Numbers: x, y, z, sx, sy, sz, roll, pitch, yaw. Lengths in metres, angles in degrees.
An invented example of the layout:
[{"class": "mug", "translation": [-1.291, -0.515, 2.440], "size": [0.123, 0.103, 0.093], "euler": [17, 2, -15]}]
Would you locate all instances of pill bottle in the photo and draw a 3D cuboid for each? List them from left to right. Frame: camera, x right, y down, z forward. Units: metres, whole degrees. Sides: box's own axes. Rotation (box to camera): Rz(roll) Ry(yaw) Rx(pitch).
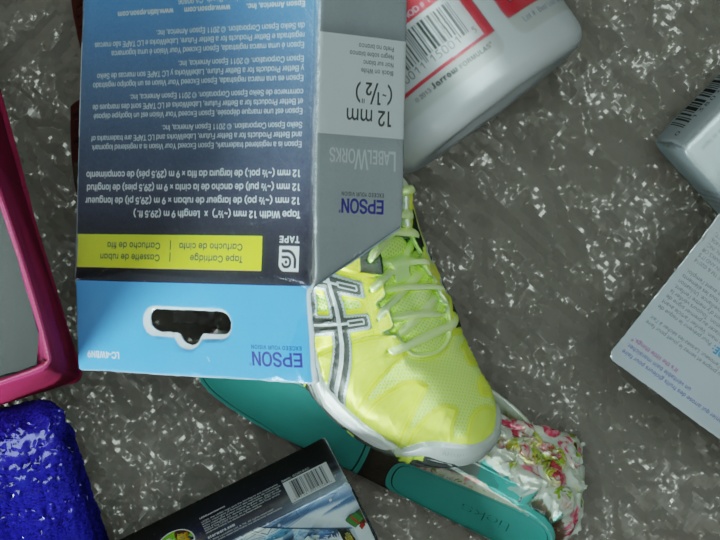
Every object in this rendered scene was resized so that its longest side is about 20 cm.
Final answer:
[{"class": "pill bottle", "translation": [0.003, -0.154, 1.294], "size": [0.112, 0.112, 0.200], "euler": [-36, 88, -3]}]

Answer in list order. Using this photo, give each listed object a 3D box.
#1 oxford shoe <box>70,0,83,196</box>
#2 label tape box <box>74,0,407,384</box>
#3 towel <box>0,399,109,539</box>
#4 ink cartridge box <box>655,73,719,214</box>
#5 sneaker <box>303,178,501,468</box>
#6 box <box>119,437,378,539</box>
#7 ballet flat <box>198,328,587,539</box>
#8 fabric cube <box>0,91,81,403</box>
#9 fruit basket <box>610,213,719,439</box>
[{"class": "oxford shoe", "translation": [-0.095, -0.121, 1.322], "size": [0.075, 0.070, 0.200], "euler": [3, 90, -23]}, {"class": "label tape box", "translation": [-0.053, -0.054, 1.221], "size": [0.143, 0.066, 0.200], "euler": [1, 91, 40]}, {"class": "towel", "translation": [-0.211, 0.151, 1.275], "size": [0.200, 0.050, 0.148], "euler": [-19, 119, -4]}, {"class": "ink cartridge box", "translation": [0.265, -0.047, 1.338], "size": [0.160, 0.047, 0.200], "euler": [-45, 105, -4]}, {"class": "sneaker", "translation": [0.000, 0.000, 1.257], "size": [0.075, 0.076, 0.200], "euler": [-26, 76, -33]}, {"class": "box", "translation": [-0.077, 0.176, 1.273], "size": [0.200, 0.040, 0.137], "euler": [-26, 128, -3]}, {"class": "ballet flat", "translation": [0.018, 0.068, 1.314], "size": [0.200, 0.076, 0.064], "euler": [28, 56, -4]}, {"class": "fabric cube", "translation": [-0.247, -0.019, 1.239], "size": [0.196, 0.199, 0.200], "euler": [-17, 88, -1]}, {"class": "fruit basket", "translation": [0.244, 0.011, 1.285], "size": [0.185, 0.094, 0.200], "euler": [35, 104, -14]}]
